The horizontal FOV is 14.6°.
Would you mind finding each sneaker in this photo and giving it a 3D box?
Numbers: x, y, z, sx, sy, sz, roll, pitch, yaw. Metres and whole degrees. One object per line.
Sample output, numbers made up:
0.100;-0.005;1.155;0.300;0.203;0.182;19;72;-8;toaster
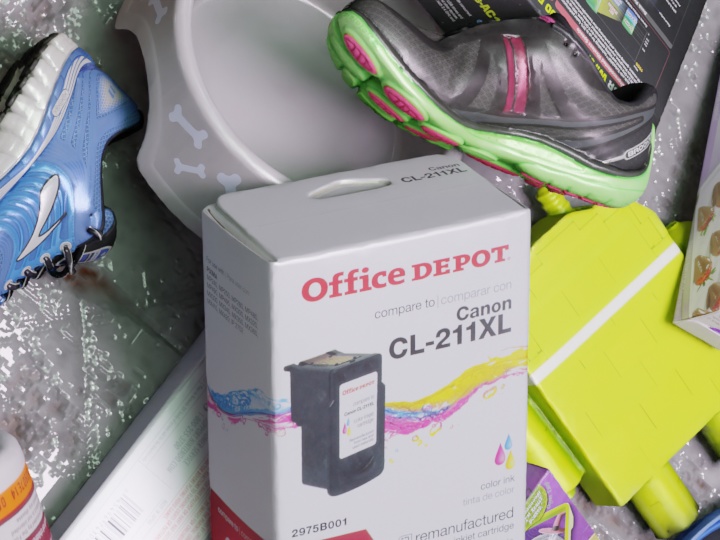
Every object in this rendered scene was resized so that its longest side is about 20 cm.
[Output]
0.067;-0.098;1.418;0.199;0.077;0.084;22;87;-31;sneaker
-0.169;-0.018;1.410;0.089;0.078;0.201;33;73;-16;sneaker

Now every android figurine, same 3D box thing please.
0.143;0.045;1.565;0.182;0.041;0.200;-43;103;-21;android figurine

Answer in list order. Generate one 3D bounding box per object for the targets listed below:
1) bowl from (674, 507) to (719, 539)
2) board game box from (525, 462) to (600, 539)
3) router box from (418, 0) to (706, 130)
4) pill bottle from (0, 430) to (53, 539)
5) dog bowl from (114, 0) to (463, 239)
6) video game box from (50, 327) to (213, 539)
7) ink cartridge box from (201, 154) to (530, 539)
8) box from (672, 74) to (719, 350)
0.239;0.225;1.594;0.199;0.039;0.202;2;84;-24;bowl
0.065;0.216;1.499;0.200;0.032;0.120;-52;133;-20;board game box
0.099;-0.172;1.507;0.200;0.062;0.150;48;45;-25;router box
-0.188;0.188;1.352;0.114;0.114;0.201;-25;107;-24;pill bottle
-0.030;-0.096;1.453;0.199;0.059;0.201;15;59;-25;dog bowl
-0.052;0.141;1.466;0.182;0.047;0.200;42;70;-12;video game box
0.003;0.059;1.388;0.145;0.083;0.201;-12;116;-24;ink cartridge box
0.219;-0.053;1.583;0.041;0.039;0.201;29;61;-31;box
